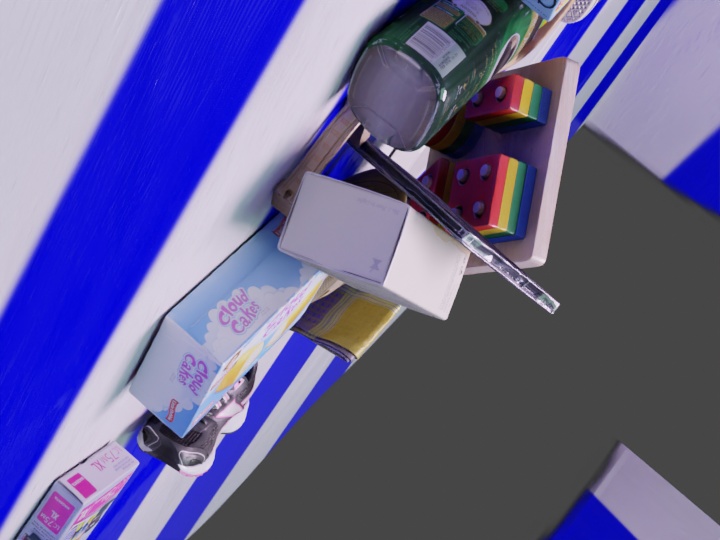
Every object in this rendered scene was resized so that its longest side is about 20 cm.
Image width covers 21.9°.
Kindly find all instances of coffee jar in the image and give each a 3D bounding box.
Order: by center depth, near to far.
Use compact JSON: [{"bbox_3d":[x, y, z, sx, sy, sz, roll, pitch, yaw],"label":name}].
[{"bbox_3d":[0.078,-0.191,1.543,0.200,0.085,0.105,-44,168,-40],"label":"coffee jar"}]

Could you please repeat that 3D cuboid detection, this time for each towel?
[{"bbox_3d":[0.000,0.000,1.919,0.200,0.143,0.023,-49,136,-18],"label":"towel"}]

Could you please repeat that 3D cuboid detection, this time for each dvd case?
[{"bbox_3d":[0.077,-0.045,1.632,0.016,0.200,0.148,-50,134,5],"label":"dvd case"}]

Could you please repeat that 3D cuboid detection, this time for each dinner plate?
[{"bbox_3d":[0.079,-0.149,2.075,0.201,0.024,0.200,-51,173,-9],"label":"dinner plate"}]

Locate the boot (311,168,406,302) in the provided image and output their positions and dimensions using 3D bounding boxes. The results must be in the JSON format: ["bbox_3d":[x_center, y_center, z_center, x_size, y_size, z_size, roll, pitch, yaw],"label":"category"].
[{"bbox_3d":[-0.016,-0.033,1.816,0.200,0.073,0.155,-46,174,20],"label":"boot"}]

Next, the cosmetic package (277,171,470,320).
[{"bbox_3d":[0.016,-0.018,1.604,0.074,0.103,0.200,-69,161,-4],"label":"cosmetic package"}]

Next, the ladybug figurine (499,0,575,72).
[{"bbox_3d":[0.148,-0.253,1.738,0.136,0.072,0.200,-54,174,29],"label":"ladybug figurine"}]

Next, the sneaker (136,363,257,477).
[{"bbox_3d":[-0.157,0.128,1.848,0.200,0.080,0.087,-56,171,-67],"label":"sneaker"}]

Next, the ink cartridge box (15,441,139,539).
[{"bbox_3d":[-0.291,0.256,1.728,0.200,0.042,0.119,-52,173,22],"label":"ink cartridge box"}]

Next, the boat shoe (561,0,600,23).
[{"bbox_3d":[0.276,-0.355,2.070,0.062,0.074,0.200,-51,-179,-42],"label":"boat shoe"}]

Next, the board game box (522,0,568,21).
[{"bbox_3d":[0.160,-0.301,1.412,0.103,0.105,0.200,-48,174,-25],"label":"board game box"}]

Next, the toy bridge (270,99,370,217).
[{"bbox_3d":[-0.001,-0.130,1.596,0.200,0.027,0.067,-48,172,-18],"label":"toy bridge"}]

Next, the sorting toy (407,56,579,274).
[{"bbox_3d":[0.107,-0.103,1.800,0.198,0.069,0.202,-7,-112,55],"label":"sorting toy"}]

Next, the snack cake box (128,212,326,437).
[{"bbox_3d":[-0.109,0.041,1.645,0.200,0.067,0.115,-45,173,-44],"label":"snack cake box"}]
